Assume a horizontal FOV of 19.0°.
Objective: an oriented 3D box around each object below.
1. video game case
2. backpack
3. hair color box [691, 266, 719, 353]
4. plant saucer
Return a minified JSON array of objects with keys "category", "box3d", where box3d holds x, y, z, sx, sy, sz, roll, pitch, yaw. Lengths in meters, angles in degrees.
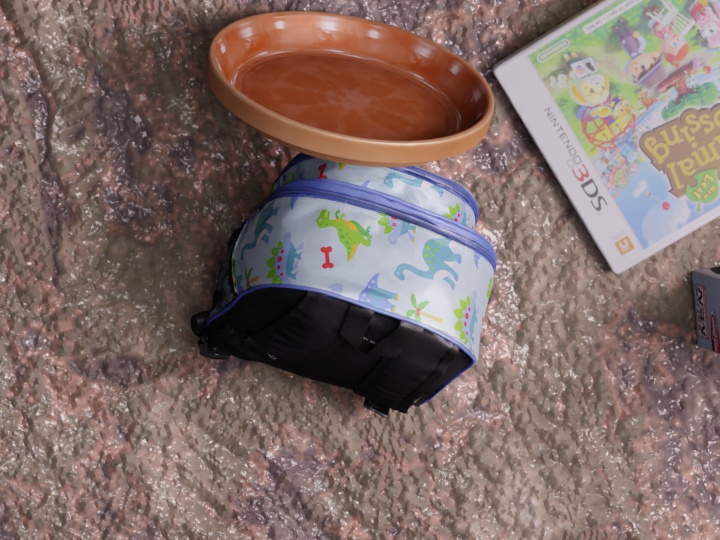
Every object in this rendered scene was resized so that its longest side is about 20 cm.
[{"category":"video game case","box3d":[0.226,-0.122,1.569,0.199,0.022,0.183,-31,101,11]},{"category":"backpack","box3d":[0.000,0.000,1.470,0.182,0.200,0.148,19,74,-12]},{"category":"hair color box","box3d":[0.320,0.032,1.543,0.098,0.200,0.061,-8,97,-11]},{"category":"plant saucer","box3d":[-0.008,-0.122,1.468,0.198,0.201,0.033,5,121,-13]}]
